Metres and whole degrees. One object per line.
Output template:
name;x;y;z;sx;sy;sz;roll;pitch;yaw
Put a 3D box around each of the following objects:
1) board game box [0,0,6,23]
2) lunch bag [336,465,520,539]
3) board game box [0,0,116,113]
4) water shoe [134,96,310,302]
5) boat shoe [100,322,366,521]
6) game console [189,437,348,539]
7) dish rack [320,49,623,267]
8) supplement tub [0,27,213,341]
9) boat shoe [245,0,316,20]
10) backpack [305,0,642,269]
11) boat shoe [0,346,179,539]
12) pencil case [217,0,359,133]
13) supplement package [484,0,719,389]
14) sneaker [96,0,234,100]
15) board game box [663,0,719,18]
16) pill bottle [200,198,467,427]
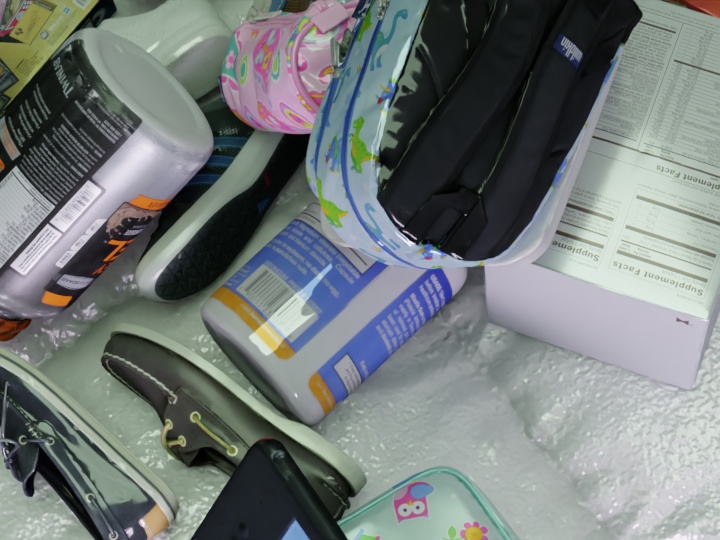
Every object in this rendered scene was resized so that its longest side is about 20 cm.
board game box;-0.341;-0.101;1.443;0.200;0.041;0.200;2;73;35
lunch bag;0.056;0.235;1.362;0.160;0.077;0.200;-31;72;-9
board game box;-0.291;-0.157;1.543;0.135;0.035;0.200;35;76;15
water shoe;-0.104;-0.063;1.488;0.079;0.072;0.200;28;65;23
boat shoe;-0.094;0.107;1.419;0.201;0.072;0.061;32;71;11
game console;-0.042;0.229;1.322;0.031;0.177;0.200;-14;57;-40
dish rack;0.078;-0.090;1.348;0.171;0.044;0.200;8;68;38
supplement tub;-0.203;-0.054;1.427;0.200;0.122;0.123;-45;72;18
boat shoe;-0.017;-0.213;1.473;0.072;0.200;0.072;34;51;5
backpack;0.055;-0.095;1.244;0.154;0.163;0.201;-11;58;48
boat shoe;-0.211;0.115;1.424;0.200;0.075;0.062;40;71;10
pencil case;-0.033;-0.131;1.373;0.087;0.200;0.088;-1;95;-17
supplement package;0.184;-0.055;1.416;0.150;0.152;0.200;18;73;10
sneaker;-0.188;-0.133;1.520;0.200;0.075;0.089;-30;55;-8
board game box;0.251;-0.252;1.541;0.200;0.040;0.153;30;75;13
pill bottle;0.000;0.000;1.430;0.200;0.112;0.112;-43;73;-12
